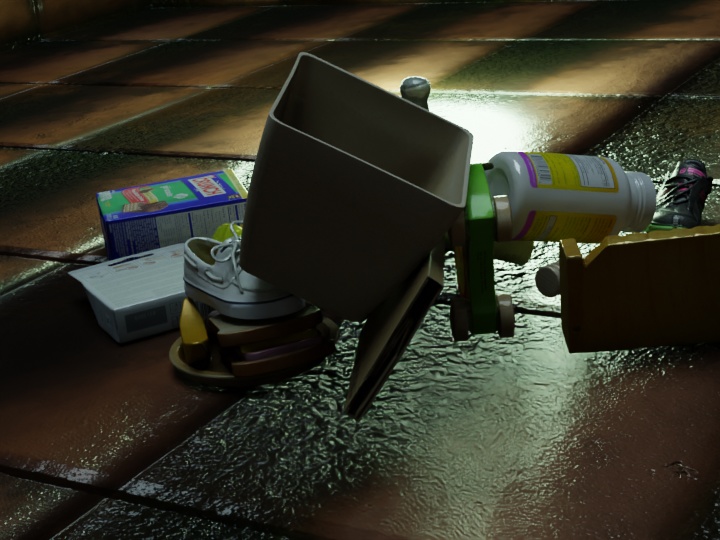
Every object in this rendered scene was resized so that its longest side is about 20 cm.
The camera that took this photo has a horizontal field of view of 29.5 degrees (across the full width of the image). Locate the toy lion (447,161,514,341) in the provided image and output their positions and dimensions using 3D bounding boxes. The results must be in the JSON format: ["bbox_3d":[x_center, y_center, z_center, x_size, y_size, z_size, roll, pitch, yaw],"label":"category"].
[{"bbox_3d":[0.121,-0.032,1.471,0.068,0.201,0.192,-5,37,0],"label":"toy lion"}]

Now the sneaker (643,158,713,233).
[{"bbox_3d":[0.393,-0.089,1.688,0.076,0.084,0.200,13,24,11],"label":"sneaker"}]

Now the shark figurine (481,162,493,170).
[{"bbox_3d":[0.060,-0.108,1.560,0.214,0.090,0.128,25,-13,-29],"label":"shark figurine"}]

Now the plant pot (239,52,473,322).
[{"bbox_3d":[-0.017,-0.071,1.363,0.199,0.178,0.200,24,27,-5],"label":"plant pot"}]

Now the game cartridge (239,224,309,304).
[{"bbox_3d":[-0.082,-0.045,1.651,0.200,0.032,0.177,17,68,52],"label":"game cartridge"}]

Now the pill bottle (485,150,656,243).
[{"bbox_3d":[0.246,-0.084,1.610,0.199,0.105,0.104,2,15,-23],"label":"pill bottle"}]

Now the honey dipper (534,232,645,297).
[{"bbox_3d":[0.280,-0.012,1.594,0.199,0.038,0.038,-20,23,-40],"label":"honey dipper"}]

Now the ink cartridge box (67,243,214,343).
[{"bbox_3d":[-0.250,0.023,1.651,0.159,0.048,0.200,-16,19,-24],"label":"ink cartridge box"}]

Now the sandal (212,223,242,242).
[{"bbox_3d":[-0.104,-0.003,1.535,0.087,0.080,0.200,19,-3,-39],"label":"sandal"}]

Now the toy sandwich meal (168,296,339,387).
[{"bbox_3d":[-0.114,0.062,1.452,0.204,0.071,0.205,-6,19,2],"label":"toy sandwich meal"}]

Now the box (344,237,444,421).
[{"bbox_3d":[0.038,0.040,1.356,0.021,0.164,0.200,29,20,-5],"label":"box"}]

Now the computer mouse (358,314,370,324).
[{"bbox_3d":[0.000,0.000,1.607,0.139,0.053,0.200,-46,34,-20],"label":"computer mouse"}]

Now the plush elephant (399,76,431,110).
[{"bbox_3d":[0.025,-0.150,1.908,0.164,0.201,0.155,3,44,28],"label":"plush elephant"}]

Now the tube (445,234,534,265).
[{"bbox_3d":[0.108,-0.049,1.627,0.199,0.058,0.052,10,40,-13],"label":"tube"}]

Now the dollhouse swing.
[{"bbox_3d":[0.303,-0.016,1.415,0.199,0.182,0.176,-5,39,4],"label":"dollhouse swing"}]

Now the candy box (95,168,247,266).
[{"bbox_3d":[-0.252,-0.071,1.867,0.199,0.077,0.169,-10,19,-13],"label":"candy box"}]

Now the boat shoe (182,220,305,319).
[{"bbox_3d":[-0.128,-0.007,1.428,0.074,0.087,0.202,-17,19,-29],"label":"boat shoe"}]
